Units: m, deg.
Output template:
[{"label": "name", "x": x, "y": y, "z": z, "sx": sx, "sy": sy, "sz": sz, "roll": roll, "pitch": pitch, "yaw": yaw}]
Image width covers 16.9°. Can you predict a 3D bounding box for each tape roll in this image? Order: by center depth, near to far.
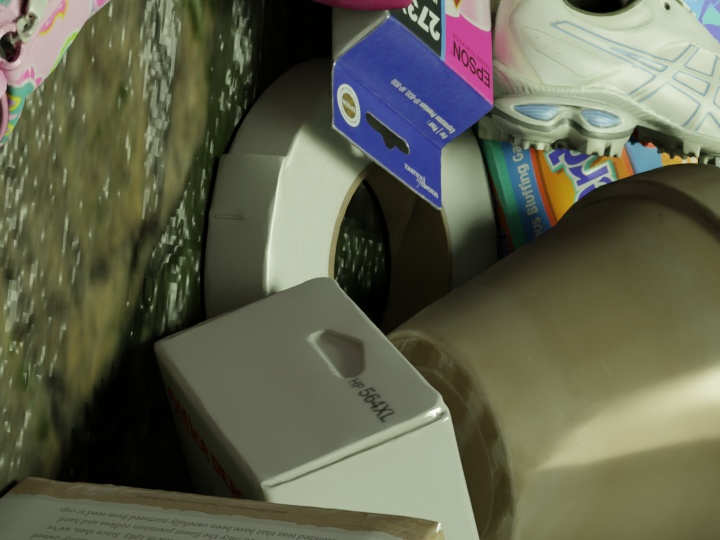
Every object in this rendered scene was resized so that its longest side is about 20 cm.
[{"label": "tape roll", "x": 0.000, "y": 0.000, "z": 1.119, "sx": 0.202, "sy": 0.037, "sz": 0.204, "roll": -7, "pitch": 98, "yaw": -57}]

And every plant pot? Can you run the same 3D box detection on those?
[{"label": "plant pot", "x": 0.100, "y": 0.065, "z": 1.085, "sx": 0.173, "sy": 0.200, "sz": 0.201, "roll": -15, "pitch": 105, "yaw": -34}]

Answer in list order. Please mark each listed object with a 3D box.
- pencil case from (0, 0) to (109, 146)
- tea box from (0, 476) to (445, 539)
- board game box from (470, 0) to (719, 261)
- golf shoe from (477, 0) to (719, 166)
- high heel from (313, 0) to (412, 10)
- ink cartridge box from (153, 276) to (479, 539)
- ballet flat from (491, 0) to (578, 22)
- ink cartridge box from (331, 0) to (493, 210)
[{"label": "pencil case", "x": -0.116, "y": -0.126, "z": 0.889, "sx": 0.200, "sy": 0.087, "sz": 0.088, "roll": -58, "pitch": 137, "yaw": -39}, {"label": "tea box", "x": -0.061, "y": 0.197, "z": 0.885, "sx": 0.134, "sy": 0.199, "sz": 0.198, "roll": -43, "pitch": 127, "yaw": -46}, {"label": "board game box", "x": 0.150, "y": -0.066, "z": 1.231, "sx": 0.199, "sy": 0.045, "sz": 0.153, "roll": -24, "pitch": 112, "yaw": -17}, {"label": "golf shoe", "x": 0.152, "y": -0.099, "z": 1.160, "sx": 0.199, "sy": 0.078, "sz": 0.098, "roll": 5, "pitch": 94, "yaw": -26}, {"label": "high heel", "x": 0.001, "y": -0.214, "z": 1.032, "sx": 0.067, "sy": 0.095, "sz": 0.201, "roll": 147, "pitch": -41, "yaw": -79}, {"label": "ink cartridge box", "x": -0.007, "y": 0.124, "z": 0.996, "sx": 0.084, "sy": 0.146, "sz": 0.201, "roll": -21, "pitch": 117, "yaw": -14}, {"label": "ballet flat", "x": 0.134, "y": -0.174, "z": 1.192, "sx": 0.199, "sy": 0.067, "sz": 0.068, "roll": -23, "pitch": 105, "yaw": -9}, {"label": "ink cartridge box", "x": 0.023, "y": -0.137, "z": 1.104, "sx": 0.095, "sy": 0.037, "sz": 0.201, "roll": 35, "pitch": 50, "yaw": -50}]
